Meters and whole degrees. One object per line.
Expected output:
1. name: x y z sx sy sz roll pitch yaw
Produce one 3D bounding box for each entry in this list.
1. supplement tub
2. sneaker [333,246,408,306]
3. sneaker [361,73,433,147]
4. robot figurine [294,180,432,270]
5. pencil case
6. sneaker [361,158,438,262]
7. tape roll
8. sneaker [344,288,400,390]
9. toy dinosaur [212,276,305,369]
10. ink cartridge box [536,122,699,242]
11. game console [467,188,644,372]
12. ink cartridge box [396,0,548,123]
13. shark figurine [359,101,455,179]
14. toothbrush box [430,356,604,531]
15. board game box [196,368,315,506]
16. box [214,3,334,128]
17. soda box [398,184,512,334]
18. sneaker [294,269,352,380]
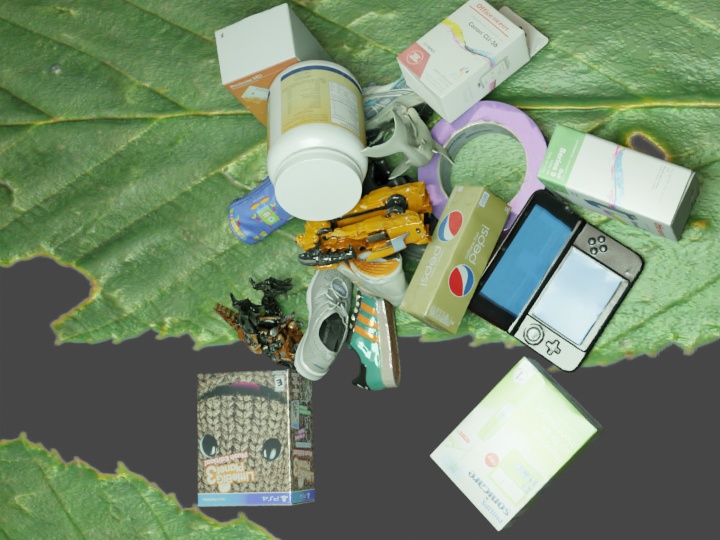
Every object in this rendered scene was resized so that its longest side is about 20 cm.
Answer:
1. supplement tub: -0.063 -0.185 1.608 0.143 0.145 0.201 -18 49 16
2. sneaker: 0.000 0.000 1.658 0.076 0.092 0.200 -38 36 -16
3. sneaker: 0.014 -0.242 1.761 0.198 0.078 0.087 -23 63 8
4. robot figurine: 0.002 -0.058 1.598 0.198 0.058 0.146 -15 37 18
5. pencil case: -0.121 -0.119 1.752 0.199 0.087 0.079 -32 36 29
6. sneaker: 0.065 -0.088 1.666 0.200 0.076 0.091 40 137 28
7. tape roll: 0.188 -0.147 1.682 0.198 0.066 0.202 -3 82 18
8. sneaker: 0.010 0.081 1.710 0.079 0.071 0.202 -8 81 15
9. toy dinosaur: -0.152 0.092 1.752 0.198 0.103 0.137 5 128 15
10. ink cartridge box: 0.361 -0.121 1.573 0.198 0.145 0.088 21 91 20
11. game console: 0.277 0.018 1.599 0.172 0.119 0.201 34 95 20
12. ink cartridge box: 0.168 -0.327 1.675 0.199 0.068 0.117 -39 56 -7
13. shark figurine: 0.064 -0.164 1.609 0.089 0.215 0.128 -40 97 17
14. toothbrush box: 0.223 0.245 1.606 0.200 0.086 0.146 -47 71 10
15. board game box: -0.161 0.257 1.734 0.158 0.097 0.202 -5 81 19
16. box: -0.120 -0.301 1.732 0.123 0.200 0.098 -18 66 16
17. soda box: 0.133 -0.017 1.586 0.068 0.064 0.201 13 75 57
18. sneaker: -0.038 0.067 1.695 0.082 0.074 0.202 -35 38 49
